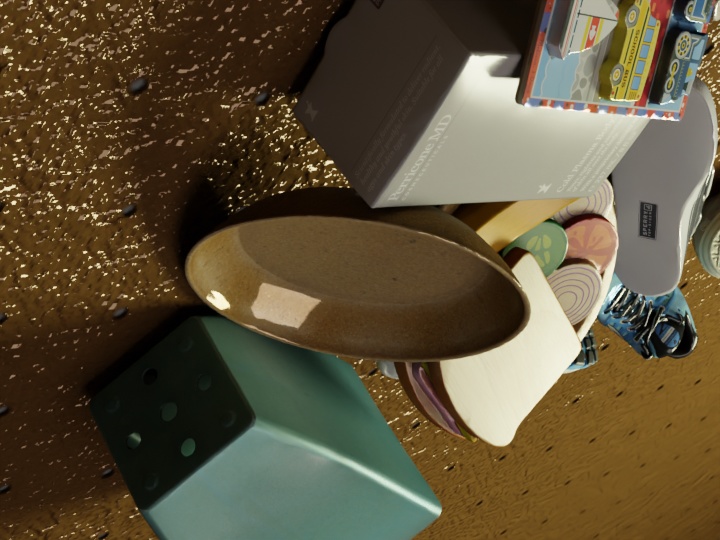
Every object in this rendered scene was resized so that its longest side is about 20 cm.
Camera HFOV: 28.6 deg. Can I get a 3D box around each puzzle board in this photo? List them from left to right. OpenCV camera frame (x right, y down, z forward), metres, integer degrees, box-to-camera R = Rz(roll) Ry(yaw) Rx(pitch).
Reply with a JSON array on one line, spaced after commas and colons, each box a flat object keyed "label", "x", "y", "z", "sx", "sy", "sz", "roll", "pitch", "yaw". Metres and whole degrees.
[{"label": "puzzle board", "x": 0.152, "y": -0.177, "z": 0.720, "sx": 0.150, "sy": 0.017, "sz": 0.201, "roll": -3, "pitch": 111, "yaw": -47}]

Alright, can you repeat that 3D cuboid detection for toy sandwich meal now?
[{"label": "toy sandwich meal", "x": 0.108, "y": 0.018, "z": 0.948, "sx": 0.204, "sy": 0.070, "sz": 0.206, "roll": -15, "pitch": 120, "yaw": -28}]

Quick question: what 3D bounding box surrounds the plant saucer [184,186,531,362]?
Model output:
[{"label": "plant saucer", "x": 0.000, "y": 0.000, "z": 0.814, "sx": 0.199, "sy": 0.036, "sz": 0.200, "roll": 7, "pitch": 156, "yaw": 3}]

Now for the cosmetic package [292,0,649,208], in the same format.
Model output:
[{"label": "cosmetic package", "x": 0.073, "y": -0.100, "z": 0.774, "sx": 0.199, "sy": 0.090, "sz": 0.107, "roll": -10, "pitch": 142, "yaw": -46}]

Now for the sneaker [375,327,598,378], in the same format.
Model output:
[{"label": "sneaker", "x": 0.093, "y": 0.055, "z": 1.072, "sx": 0.199, "sy": 0.075, "sz": 0.087, "roll": 7, "pitch": 142, "yaw": -36}]

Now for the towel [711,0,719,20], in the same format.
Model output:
[{"label": "towel", "x": 0.295, "y": -0.229, "z": 0.882, "sx": 0.199, "sy": 0.035, "sz": 0.133, "roll": -23, "pitch": 151, "yaw": -24}]

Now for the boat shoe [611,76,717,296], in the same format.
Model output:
[{"label": "boat shoe", "x": 0.224, "y": -0.071, "z": 1.023, "sx": 0.201, "sy": 0.071, "sz": 0.068, "roll": 83, "pitch": 29, "yaw": -45}]

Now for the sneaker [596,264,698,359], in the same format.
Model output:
[{"label": "sneaker", "x": 0.230, "y": 0.024, "z": 1.149, "sx": 0.078, "sy": 0.090, "sz": 0.200, "roll": -44, "pitch": 148, "yaw": 16}]

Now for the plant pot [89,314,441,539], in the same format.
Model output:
[{"label": "plant pot", "x": -0.073, "y": 0.120, "z": 0.911, "sx": 0.141, "sy": 0.142, "sz": 0.200, "roll": -39, "pitch": 146, "yaw": 7}]

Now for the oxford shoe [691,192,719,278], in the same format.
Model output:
[{"label": "oxford shoe", "x": 0.352, "y": -0.070, "z": 1.186, "sx": 0.200, "sy": 0.075, "sz": 0.058, "roll": -41, "pitch": -165, "yaw": -7}]
